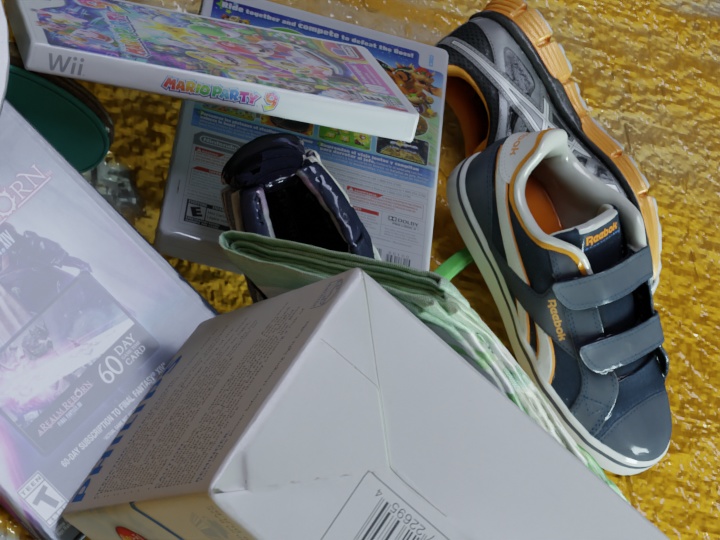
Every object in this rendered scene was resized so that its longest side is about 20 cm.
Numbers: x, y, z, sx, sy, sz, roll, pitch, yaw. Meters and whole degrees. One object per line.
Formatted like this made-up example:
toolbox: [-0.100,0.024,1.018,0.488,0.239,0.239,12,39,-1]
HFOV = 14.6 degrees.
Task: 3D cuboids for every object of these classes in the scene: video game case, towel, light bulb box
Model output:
video game case: [-0.165,0.020,1.343,0.200,0.019,0.143,45,65,0]
video game case: [-0.080,-0.110,1.445,0.199,0.018,0.143,10,16,-15]
towel: [0.035,0.060,1.288,0.023,0.152,0.200,-55,129,-20]
light bulb box: [-0.001,0.117,1.261,0.198,0.200,0.125,41,69,-13]
video game case: [-0.028,-0.067,1.512,0.142,0.018,0.201,14,44,-7]

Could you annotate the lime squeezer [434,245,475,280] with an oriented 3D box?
lime squeezer: [0.000,0.000,1.510,0.199,0.038,0.071,4,58,-33]

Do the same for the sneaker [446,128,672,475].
sneaker: [0.124,0.016,1.543,0.078,0.079,0.201,-31,90,-43]

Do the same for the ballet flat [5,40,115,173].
ballet flat: [-0.220,-0.099,1.411,0.199,0.068,0.072,8,34,-28]

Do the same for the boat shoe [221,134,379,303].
boat shoe: [-0.013,0.032,1.381,0.201,0.074,0.093,64,-2,-9]

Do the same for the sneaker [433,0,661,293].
sneaker: [0.104,-0.060,1.621,0.077,0.078,0.200,-26,76,-23]

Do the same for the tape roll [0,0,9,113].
tape roll: [-0.265,-0.096,1.301,0.199,0.066,0.201,5,73,-15]
